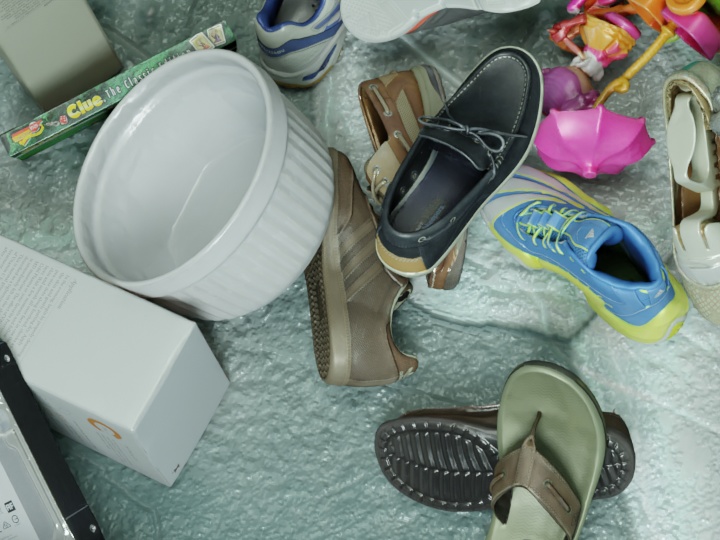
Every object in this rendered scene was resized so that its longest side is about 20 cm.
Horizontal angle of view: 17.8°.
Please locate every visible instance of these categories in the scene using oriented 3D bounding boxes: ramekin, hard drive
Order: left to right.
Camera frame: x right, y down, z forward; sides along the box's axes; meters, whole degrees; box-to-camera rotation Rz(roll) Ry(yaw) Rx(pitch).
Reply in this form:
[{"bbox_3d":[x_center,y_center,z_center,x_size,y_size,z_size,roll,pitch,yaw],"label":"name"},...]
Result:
[{"bbox_3d":[-0.284,0.146,1.681,0.139,0.038,0.201,-25,91,29],"label":"hard drive"},{"bbox_3d":[-0.112,-0.057,1.745,0.200,0.105,0.201,-22,53,32],"label":"ramekin"}]

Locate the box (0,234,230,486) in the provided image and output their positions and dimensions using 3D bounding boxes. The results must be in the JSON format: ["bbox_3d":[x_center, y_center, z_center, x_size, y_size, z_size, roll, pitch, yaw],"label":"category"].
[{"bbox_3d":[-0.216,0.064,1.733,0.199,0.124,0.098,24,72,19],"label":"box"}]

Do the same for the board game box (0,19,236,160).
[{"bbox_3d":[-0.191,-0.142,1.834,0.199,0.105,0.024,-27,94,-3],"label":"board game box"}]

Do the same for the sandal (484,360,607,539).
[{"bbox_3d":[0.124,0.163,1.612,0.079,0.057,0.202,11,104,15],"label":"sandal"}]

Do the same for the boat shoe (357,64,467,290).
[{"bbox_3d":[0.038,-0.070,1.769,0.071,0.076,0.201,-4,54,-10],"label":"boat shoe"}]

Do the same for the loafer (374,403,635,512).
[{"bbox_3d":[0.109,0.133,1.684,0.199,0.071,0.073,3,110,19],"label":"loafer"}]

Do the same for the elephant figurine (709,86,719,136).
[{"bbox_3d":[0.346,-0.034,1.653,0.141,0.155,0.201,-12,73,20],"label":"elephant figurine"}]

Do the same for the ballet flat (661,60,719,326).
[{"bbox_3d":[0.247,-0.052,1.685,0.067,0.062,0.201,-6,93,36],"label":"ballet flat"}]

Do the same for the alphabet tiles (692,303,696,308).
[{"bbox_3d":[0.358,0.013,1.715,0.199,0.006,0.167,18,71,17],"label":"alphabet tiles"}]

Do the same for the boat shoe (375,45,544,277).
[{"bbox_3d":[0.075,-0.087,1.698,0.074,0.062,0.200,28,72,19],"label":"boat shoe"}]

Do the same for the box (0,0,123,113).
[{"bbox_3d":[-0.261,-0.207,1.820,0.082,0.200,0.068,-38,65,-8],"label":"box"}]

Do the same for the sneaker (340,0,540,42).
[{"bbox_3d":[0.084,-0.234,1.822,0.199,0.082,0.077,-11,92,21],"label":"sneaker"}]

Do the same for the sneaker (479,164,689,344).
[{"bbox_3d":[0.164,-0.031,1.716,0.200,0.105,0.076,37,77,22],"label":"sneaker"}]

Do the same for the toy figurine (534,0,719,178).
[{"bbox_3d":[0.190,-0.162,1.771,0.184,0.150,0.200,-51,45,-3],"label":"toy figurine"}]

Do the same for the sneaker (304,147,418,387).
[{"bbox_3d":[0.000,0.000,1.766,0.075,0.070,0.201,4,63,-15],"label":"sneaker"}]

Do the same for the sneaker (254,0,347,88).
[{"bbox_3d":[-0.023,-0.246,1.857,0.075,0.088,0.201,16,69,19],"label":"sneaker"}]
